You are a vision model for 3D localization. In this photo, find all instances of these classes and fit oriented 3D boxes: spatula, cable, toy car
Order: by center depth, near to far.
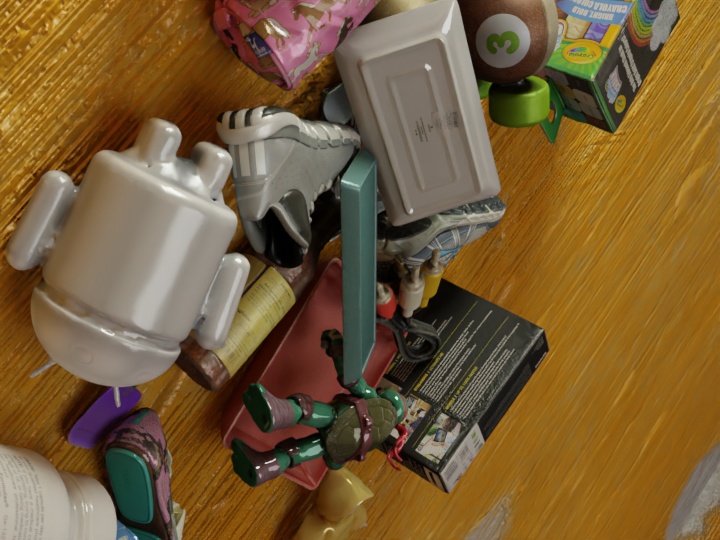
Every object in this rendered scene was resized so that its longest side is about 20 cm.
[{"bbox_3d":[-0.173,0.056,0.865,0.202,0.020,0.057,-62,160,-7],"label":"spatula"},{"bbox_3d":[0.052,-0.199,0.907,0.197,0.157,0.167,-21,122,-25],"label":"toy car"},{"bbox_3d":[0.042,0.053,1.072,0.096,0.051,0.201,-26,143,-10],"label":"cable"}]

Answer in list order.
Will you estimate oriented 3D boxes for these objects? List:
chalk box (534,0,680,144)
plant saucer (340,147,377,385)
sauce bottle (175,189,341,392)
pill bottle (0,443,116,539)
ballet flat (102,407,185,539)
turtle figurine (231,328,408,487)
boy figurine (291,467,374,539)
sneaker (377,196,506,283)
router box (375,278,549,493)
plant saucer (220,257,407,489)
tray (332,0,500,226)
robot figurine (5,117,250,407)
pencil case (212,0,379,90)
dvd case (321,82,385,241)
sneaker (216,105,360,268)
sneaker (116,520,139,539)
[{"bbox_3d":[0.236,-0.238,1.152,0.202,0.123,0.125,-59,148,-6],"label":"chalk box"},{"bbox_3d":[0.000,0.000,0.932,0.070,0.019,0.203,-63,157,-56],"label":"plant saucer"},{"bbox_3d":[-0.082,0.012,0.925,0.200,0.066,0.066,-47,144,-21],"label":"sauce bottle"},{"bbox_3d":[-0.265,0.175,0.734,0.199,0.113,0.116,29,88,-58],"label":"pill bottle"},{"bbox_3d":[-0.183,0.205,0.928,0.071,0.068,0.203,-55,154,-54],"label":"ballet flat"},{"bbox_3d":[-0.023,0.134,1.006,0.198,0.100,0.153,-10,110,-41],"label":"turtle figurine"},{"bbox_3d":[-0.030,0.294,1.186,0.123,0.064,0.202,-22,138,-47],"label":"boy figurine"},{"bbox_3d":[0.070,-0.036,1.114,0.198,0.077,0.087,-19,135,-36],"label":"sneaker"},{"bbox_3d":[0.092,0.119,1.172,0.201,0.148,0.051,-50,145,-19],"label":"router box"},{"bbox_3d":[-0.048,0.103,1.066,0.201,0.036,0.200,-59,148,-8],"label":"plant saucer"},{"bbox_3d":[0.052,-0.121,0.895,0.106,0.022,0.202,-17,130,4],"label":"tray"},{"bbox_3d":[-0.160,-0.005,0.757,0.168,0.113,0.203,26,92,-18],"label":"robot figurine"},{"bbox_3d":[-0.020,-0.231,0.803,0.200,0.083,0.087,-48,167,-7],"label":"pencil case"},{"bbox_3d":[0.033,-0.130,1.031,0.199,0.022,0.148,-30,135,-40],"label":"dvd case"},{"bbox_3d":[-0.053,-0.060,0.856,0.199,0.074,0.118,-2,87,-67],"label":"sneaker"},{"bbox_3d":[-0.216,0.280,0.886,0.075,0.104,0.203,-28,133,-42],"label":"sneaker"}]
